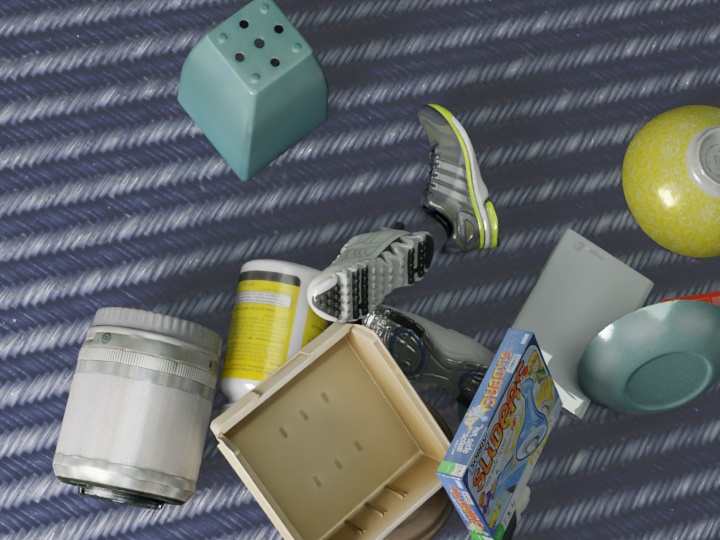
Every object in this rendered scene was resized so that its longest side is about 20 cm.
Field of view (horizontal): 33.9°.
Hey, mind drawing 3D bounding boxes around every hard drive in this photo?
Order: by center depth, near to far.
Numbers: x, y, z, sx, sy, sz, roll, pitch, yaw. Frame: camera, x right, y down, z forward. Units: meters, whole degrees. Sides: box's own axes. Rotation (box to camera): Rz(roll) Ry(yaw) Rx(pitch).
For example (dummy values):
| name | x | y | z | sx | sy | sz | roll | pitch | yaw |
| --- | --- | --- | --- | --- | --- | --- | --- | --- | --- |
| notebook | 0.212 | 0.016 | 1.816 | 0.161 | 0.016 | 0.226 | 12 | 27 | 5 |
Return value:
| name | x | y | z | sx | sy | sz | roll | pitch | yaw |
| --- | --- | --- | --- | --- | --- | --- | --- | --- | --- |
| hard drive | 0.265 | 0.066 | 1.477 | 0.131 | 0.026 | 0.201 | 32 | 76 | 1 |

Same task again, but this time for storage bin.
| name | x | y | z | sx | sy | sz | roll | pitch | yaw |
| --- | --- | --- | --- | --- | --- | --- | --- | --- | --- |
| storage bin | -0.028 | 0.192 | 1.287 | 0.199 | 0.094 | 0.200 | -38 | 104 | -16 |

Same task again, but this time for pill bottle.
| name | x | y | z | sx | sy | sz | roll | pitch | yaw |
| --- | --- | --- | --- | --- | --- | --- | --- | --- | --- |
| pill bottle | -0.101 | 0.098 | 1.375 | 0.113 | 0.114 | 0.203 | 11 | 76 | -5 |

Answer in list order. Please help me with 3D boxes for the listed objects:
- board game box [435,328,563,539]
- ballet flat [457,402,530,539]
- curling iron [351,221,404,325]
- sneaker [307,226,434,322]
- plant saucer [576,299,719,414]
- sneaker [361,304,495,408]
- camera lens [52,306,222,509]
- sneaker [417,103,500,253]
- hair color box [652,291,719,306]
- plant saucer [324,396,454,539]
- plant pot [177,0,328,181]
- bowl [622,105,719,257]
| name | x | y | z | sx | sy | sz | roll | pitch | yaw |
| --- | --- | --- | --- | --- | --- | --- | --- | --- | --- |
| board game box | 0.159 | 0.185 | 1.322 | 0.034 | 0.136 | 0.201 | 8 | 53 | 35 |
| ballet flat | 0.165 | 0.244 | 1.401 | 0.072 | 0.073 | 0.203 | -7 | 76 | -9 |
| curling iron | 0.022 | 0.031 | 1.445 | 0.049 | 0.026 | 0.202 | 23 | 64 | -16 |
| sneaker | 0.000 | 0.000 | 1.379 | 0.081 | 0.076 | 0.199 | 25 | 33 | 32 |
| plant saucer | 0.356 | 0.116 | 1.392 | 0.198 | 0.202 | 0.039 | -4 | 45 | -8 |
| sneaker | 0.091 | 0.099 | 1.407 | 0.199 | 0.087 | 0.075 | 30 | 112 | -1 |
| camera lens | -0.247 | 0.157 | 1.318 | 0.158 | 0.160 | 0.203 | 12 | 76 | -5 |
| sneaker | 0.108 | -0.113 | 1.475 | 0.080 | 0.074 | 0.202 | -19 | 79 | -8 |
| hair color box | 0.453 | 0.061 | 1.464 | 0.197 | 0.102 | 0.062 | -9 | 77 | -9 |
| plant saucer | 0.024 | 0.233 | 1.377 | 0.197 | 0.029 | 0.203 | 2 | 77 | -10 |
| plant pot | -0.124 | -0.228 | 1.403 | 0.141 | 0.200 | 0.142 | -38 | 85 | -14 |
| bowl | 0.445 | -0.127 | 1.503 | 0.197 | 0.108 | 0.203 | 2 | 77 | -8 |
